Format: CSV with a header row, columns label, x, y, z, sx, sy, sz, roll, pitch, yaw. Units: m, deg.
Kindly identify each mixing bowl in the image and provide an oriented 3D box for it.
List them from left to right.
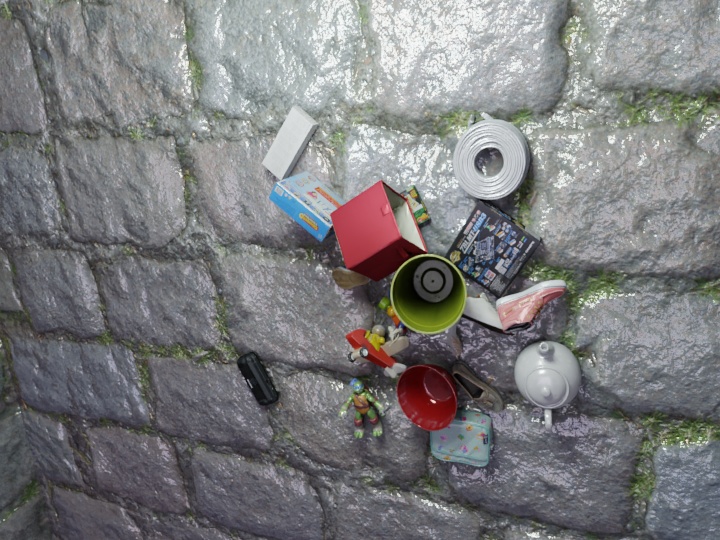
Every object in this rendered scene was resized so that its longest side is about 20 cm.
label,x,y,z,sx,sy,sz,roll,pitch,yaw
mixing bowl,0.219,0.366,1.629,0.195,0.108,0.207,10,108,31

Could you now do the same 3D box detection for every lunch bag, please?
label,x,y,z,sx,sy,sz,roll,pitch,yaw
lunch bag,0.315,0.520,1.667,0.194,0.077,0.166,5,109,21

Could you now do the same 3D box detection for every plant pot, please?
label,x,y,z,sx,sy,sz,roll,pitch,yaw
plant pot,0.192,0.046,1.459,0.194,0.193,0.207,2,100,12

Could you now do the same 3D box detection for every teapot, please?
label,x,y,z,sx,sy,sz,roll,pitch,yaw
teapot,0.512,0.306,1.479,0.199,0.146,0.199,41,118,4

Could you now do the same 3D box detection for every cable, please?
label,x,y,z,sx,sy,sz,roll,pitch,yaw
cable,0.338,-0.285,1.396,0.196,0.069,0.205,25,115,13

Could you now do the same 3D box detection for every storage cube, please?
label,x,y,z,sx,sy,sz,roll,pitch,yaw
storage cube,0.049,-0.099,1.454,0.177,0.170,0.205,-29,65,23

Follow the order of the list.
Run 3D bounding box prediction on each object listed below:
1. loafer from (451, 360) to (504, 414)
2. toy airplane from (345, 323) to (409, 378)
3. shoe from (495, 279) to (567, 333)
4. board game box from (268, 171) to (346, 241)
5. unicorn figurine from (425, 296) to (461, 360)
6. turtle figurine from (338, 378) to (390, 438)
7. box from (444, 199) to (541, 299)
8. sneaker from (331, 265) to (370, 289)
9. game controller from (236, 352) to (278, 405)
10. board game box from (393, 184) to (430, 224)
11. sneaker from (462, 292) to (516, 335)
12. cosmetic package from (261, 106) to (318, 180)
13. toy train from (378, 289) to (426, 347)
label,x,y,z,sx,sy,sz,roll,pitch,yaw
loafer,0.345,0.360,1.610,0.200,0.063,0.072,44,117,3
toy airplane,0.061,0.239,1.660,0.194,0.144,0.201,4,147,11
shoe,0.465,0.100,1.445,0.196,0.071,0.093,-22,54,23
board game box,-0.135,-0.189,1.549,0.199,0.196,0.056,39,118,6
unicorn figurine,0.252,0.167,1.578,0.134,0.074,0.205,22,114,14
turtle figurine,0.009,0.470,1.724,0.200,0.141,0.198,40,151,52
box,0.357,-0.059,1.475,0.196,0.050,0.203,34,117,9
sneaker,0.000,0.000,1.637,0.198,0.107,0.072,-7,111,55
game controller,-0.370,0.392,1.932,0.103,0.042,0.204,-23,97,41
board game box,0.096,-0.154,1.565,0.197,0.023,0.107,-28,98,27
sneaker,0.361,0.115,1.521,0.196,0.073,0.087,25,76,-6
cosmetic package,-0.209,-0.375,1.599,0.082,0.051,0.201,41,117,7
toy train,0.097,0.123,1.561,0.115,0.199,0.086,37,138,14
